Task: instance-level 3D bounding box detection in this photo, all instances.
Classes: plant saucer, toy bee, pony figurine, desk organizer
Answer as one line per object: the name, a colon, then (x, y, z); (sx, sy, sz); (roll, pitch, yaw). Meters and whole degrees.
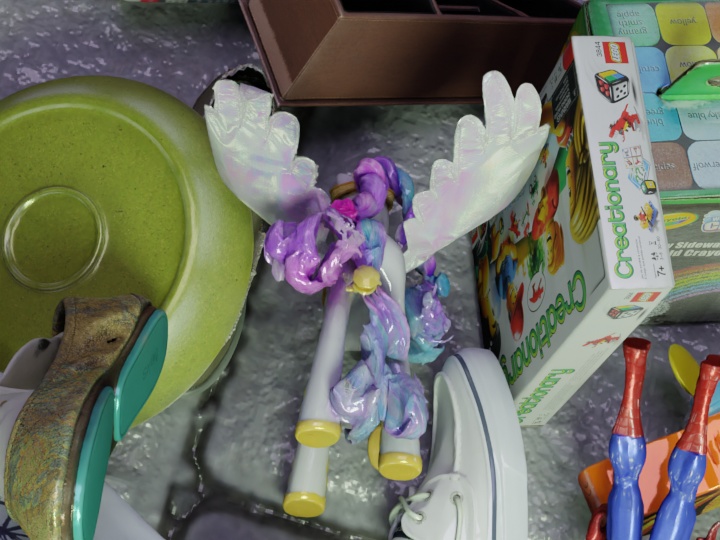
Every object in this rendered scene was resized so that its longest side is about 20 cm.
plant saucer: (-0.154, -0.013, 0.798); (0.197, 0.031, 0.203); (-3, 73, 10)
toy bee: (0.218, 0.101, 0.821); (0.197, 0.109, 0.133); (-5, 70, 15)
pony figurine: (0.000, 0.000, 0.767); (0.164, 0.194, 0.202); (5, 63, -3)
desk organizer: (0.041, -0.145, 0.878); (0.198, 0.077, 0.072); (-5, 63, -34)

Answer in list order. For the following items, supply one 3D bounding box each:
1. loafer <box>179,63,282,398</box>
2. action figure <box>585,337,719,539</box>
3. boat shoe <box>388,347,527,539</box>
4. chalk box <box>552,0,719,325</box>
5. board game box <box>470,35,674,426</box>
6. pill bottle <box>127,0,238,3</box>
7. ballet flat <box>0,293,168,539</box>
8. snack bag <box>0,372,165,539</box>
loafer: (-0.086, -0.030, 0.836); (0.074, 0.070, 0.202); (12, 62, -4)
action figure: (0.139, 0.137, 0.756); (0.065, 0.052, 0.203); (11, 99, 16)
boat shoe: (0.046, 0.134, 0.775); (0.066, 0.074, 0.202); (1, 64, -11)
chalk box: (0.172, -0.067, 0.828); (0.123, 0.201, 0.125); (-1, 63, -11)
board game box: (0.100, -0.011, 0.783); (0.034, 0.200, 0.128); (-1, 67, -11)
pill bottle: (-0.046, -0.217, 0.910); (0.197, 0.120, 0.121); (0, 63, -11)
ballet flat: (-0.130, 0.063, 0.665); (0.070, 0.071, 0.200); (15, 21, -3)
snack bag: (-0.156, 0.106, 0.629); (0.188, 0.022, 0.199); (38, 20, 24)
